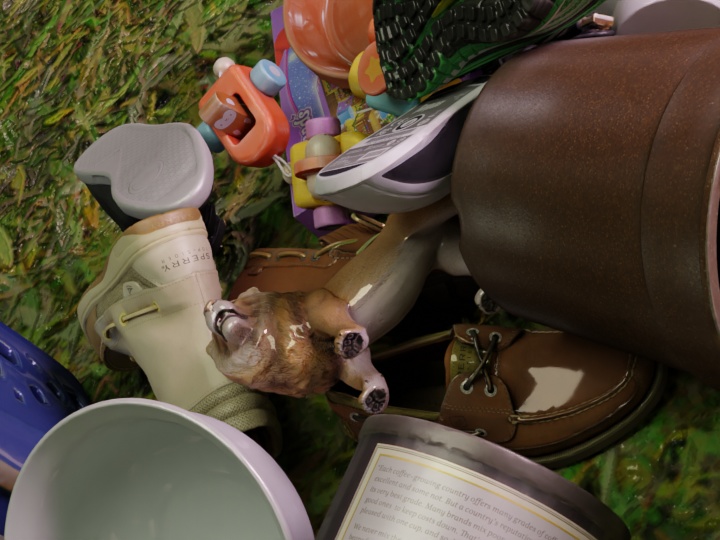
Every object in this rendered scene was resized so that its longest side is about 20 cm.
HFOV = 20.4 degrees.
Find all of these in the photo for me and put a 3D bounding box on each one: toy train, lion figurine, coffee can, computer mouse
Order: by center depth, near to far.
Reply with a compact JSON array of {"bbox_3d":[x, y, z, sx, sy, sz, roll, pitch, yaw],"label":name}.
[{"bbox_3d":[0.028,0.192,0.979,0.146,0.146,0.201,8,66,46],"label":"coffee can"},{"bbox_3d":[0.057,-0.077,1.096,0.200,0.044,0.109,-36,16,-30],"label":"computer mouse"},{"bbox_3d":[0.011,0.006,1.110,0.199,0.073,0.122,-35,27,-10],"label":"lion figurine"},{"bbox_3d":[-0.025,-0.114,1.233,0.200,0.055,0.151,-40,66,27],"label":"toy train"}]

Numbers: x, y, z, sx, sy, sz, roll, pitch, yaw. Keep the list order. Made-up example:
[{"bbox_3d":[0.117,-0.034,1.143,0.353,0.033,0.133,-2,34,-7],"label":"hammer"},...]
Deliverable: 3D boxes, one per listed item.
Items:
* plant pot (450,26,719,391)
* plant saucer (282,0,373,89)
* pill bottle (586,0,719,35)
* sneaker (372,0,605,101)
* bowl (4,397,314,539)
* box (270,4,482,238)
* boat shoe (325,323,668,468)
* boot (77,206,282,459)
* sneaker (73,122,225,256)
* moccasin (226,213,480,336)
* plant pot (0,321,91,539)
[{"bbox_3d":[0.163,-0.034,0.994,0.198,0.200,0.201,9,67,50],"label":"plant pot"},{"bbox_3d":[0.038,-0.201,1.300,0.199,0.032,0.201,-23,48,27],"label":"plant saucer"},{"bbox_3d":[0.175,-0.206,1.175,0.110,0.111,0.201,-25,47,28],"label":"pill bottle"},{"bbox_3d":[0.071,-0.140,1.086,0.200,0.085,0.079,-9,90,60],"label":"sneaker"},{"bbox_3d":[-0.097,0.163,1.132,0.200,0.090,0.203,5,100,29],"label":"bowl"},{"bbox_3d":[0.011,-0.129,1.324,0.136,0.039,0.201,-29,45,23],"label":"box"},{"bbox_3d":[0.068,0.066,1.098,0.199,0.068,0.072,-16,49,33],"label":"boat shoe"},{"bbox_3d":[-0.112,0.067,1.253,0.156,0.072,0.200,66,155,15],"label":"boot"},{"bbox_3d":[-0.118,-0.040,1.319,0.071,0.099,0.200,-45,23,-12],"label":"sneaker"},{"bbox_3d":[0.001,0.001,1.216,0.201,0.073,0.078,-12,62,49],"label":"moccasin"},{"bbox_3d":[-0.270,0.142,1.264,0.200,0.200,0.180,-48,46,2],"label":"plant pot"}]
